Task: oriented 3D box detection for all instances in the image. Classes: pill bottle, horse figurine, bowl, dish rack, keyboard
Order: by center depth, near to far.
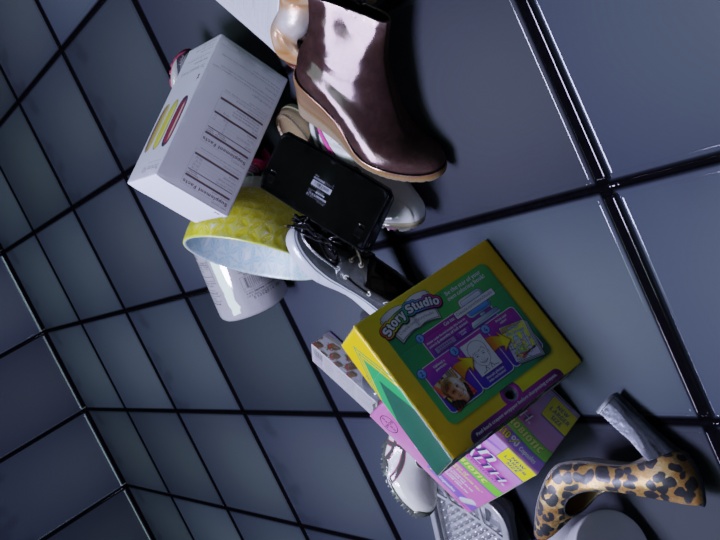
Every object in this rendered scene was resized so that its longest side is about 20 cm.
[{"bbox_3d":[-0.053,-0.276,1.216,0.131,0.050,0.201,21,146,2],"label":"horse figurine"},{"bbox_3d":[0.252,0.353,1.280,0.116,0.115,0.201,51,151,14],"label":"pill bottle"},{"bbox_3d":[-0.041,-0.081,1.287,0.199,0.039,0.105,34,98,39],"label":"keyboard"},{"bbox_3d":[0.163,0.360,1.509,0.171,0.043,0.203,25,136,47],"label":"dish rack"},{"bbox_3d":[-0.138,-0.066,1.513,0.199,0.198,0.110,-14,62,61],"label":"bowl"},{"bbox_3d":[-0.195,-0.037,1.650,0.114,0.114,0.203,5,120,57],"label":"pill bottle"}]

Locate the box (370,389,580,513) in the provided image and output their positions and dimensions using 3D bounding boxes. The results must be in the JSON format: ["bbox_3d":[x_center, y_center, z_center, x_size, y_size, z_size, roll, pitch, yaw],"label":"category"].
[{"bbox_3d":[0.129,0.172,1.296,0.176,0.097,0.200,44,150,4],"label":"box"}]

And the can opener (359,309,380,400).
[{"bbox_3d":[0.019,0.095,1.383,0.052,0.067,0.200,38,-166,-12],"label":"can opener"}]

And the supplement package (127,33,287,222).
[{"bbox_3d":[-0.195,-0.178,1.404,0.109,0.203,0.113,30,163,-26],"label":"supplement package"}]

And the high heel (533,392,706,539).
[{"bbox_3d":[0.266,0.249,1.149,0.143,0.071,0.202,46,121,33],"label":"high heel"}]

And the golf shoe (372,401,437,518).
[{"bbox_3d":[0.073,0.226,1.456,0.087,0.076,0.203,-21,78,45],"label":"golf shoe"}]

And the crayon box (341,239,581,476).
[{"bbox_3d":[0.109,0.089,1.177,0.173,0.199,0.058,52,151,14],"label":"crayon box"}]

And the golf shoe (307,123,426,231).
[{"bbox_3d":[0.004,-0.127,1.283,0.200,0.072,0.093,45,147,27],"label":"golf shoe"}]

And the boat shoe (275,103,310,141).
[{"bbox_3d":[-0.054,-0.122,1.391,0.201,0.064,0.072,56,152,8],"label":"boat shoe"}]

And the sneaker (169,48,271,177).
[{"bbox_3d":[-0.190,-0.219,1.522,0.074,0.081,0.202,-18,109,47],"label":"sneaker"}]

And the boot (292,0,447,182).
[{"bbox_3d":[0.015,-0.194,1.169,0.198,0.073,0.168,29,141,13],"label":"boot"}]

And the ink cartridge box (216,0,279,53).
[{"bbox_3d":[-0.135,-0.360,1.305,0.200,0.059,0.105,43,147,27],"label":"ink cartridge box"}]

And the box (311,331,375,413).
[{"bbox_3d":[0.003,0.164,1.592,0.199,0.038,0.042,38,147,36],"label":"box"}]

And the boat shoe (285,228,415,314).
[{"bbox_3d":[0.000,0.000,1.338,0.199,0.069,0.056,36,137,-18],"label":"boat shoe"}]
